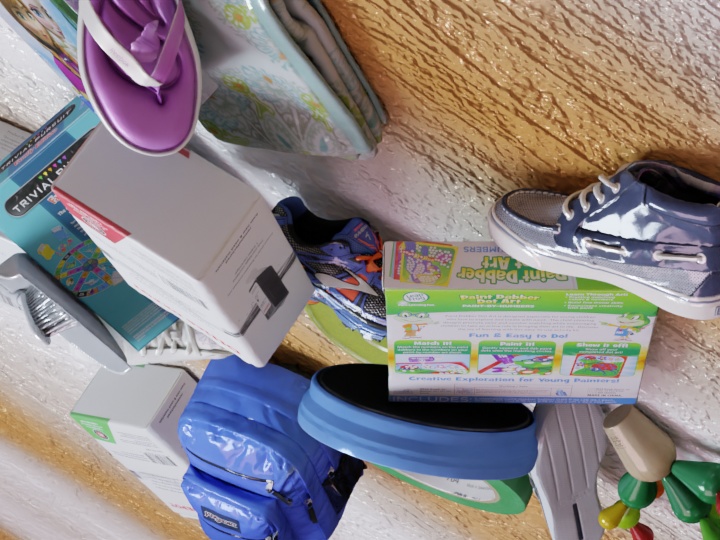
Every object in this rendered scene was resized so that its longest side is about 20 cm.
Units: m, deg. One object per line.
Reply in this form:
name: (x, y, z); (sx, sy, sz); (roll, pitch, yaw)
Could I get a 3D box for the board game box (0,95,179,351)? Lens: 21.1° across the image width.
board game box: (-0.202, -0.046, 1.637); (0.151, 0.047, 0.200); (-37, 118, 16)

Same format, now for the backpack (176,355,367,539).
backpack: (-0.093, 0.185, 1.924); (0.162, 0.168, 0.200); (15, 148, 18)

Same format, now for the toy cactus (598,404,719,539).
toy cactus: (0.257, 0.187, 1.626); (0.165, 0.102, 0.200); (49, 160, -15)

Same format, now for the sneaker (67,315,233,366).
sneaker: (-0.169, 0.047, 1.759); (0.200, 0.075, 0.100); (-7, -172, -36)

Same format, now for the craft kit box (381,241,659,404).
craft kit box: (0.117, 0.042, 1.450); (0.200, 0.049, 0.198); (1, 155, 1)

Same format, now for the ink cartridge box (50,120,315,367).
ink cartridge box: (-0.130, -0.021, 1.479); (0.144, 0.084, 0.200); (31, 167, 20)

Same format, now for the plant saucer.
plant saucer: (0.023, 0.046, 1.681); (0.200, 0.031, 0.200); (26, 156, 13)

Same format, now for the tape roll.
tape roll: (0.069, 0.162, 1.795); (0.200, 0.048, 0.200); (22, 163, 7)

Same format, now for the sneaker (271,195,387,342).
sneaker: (0.000, 0.000, 1.561); (0.200, 0.075, 0.079); (19, 120, 16)

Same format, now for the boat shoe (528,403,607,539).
boat shoe: (0.169, 0.162, 1.682); (0.071, 0.072, 0.200); (-123, 20, -46)

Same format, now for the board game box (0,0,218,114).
board game box: (-0.212, -0.188, 1.410); (0.200, 0.041, 0.200); (47, 166, -17)

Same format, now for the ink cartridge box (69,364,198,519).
ink cartridge box: (-0.203, 0.194, 2.163); (0.146, 0.084, 0.200); (4, 145, 45)

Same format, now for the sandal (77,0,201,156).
sandal: (-0.152, -0.172, 1.295); (0.050, 0.082, 0.203); (-123, 26, -72)

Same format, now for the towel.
towel: (-0.086, -0.158, 1.394); (0.171, 0.048, 0.200); (11, 149, 36)

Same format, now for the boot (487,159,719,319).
boot: (0.172, -0.041, 1.315); (0.200, 0.073, 0.090); (19, 131, 33)

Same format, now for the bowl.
bowl: (0.049, 0.120, 1.581); (0.200, 0.039, 0.201); (10, -169, -2)

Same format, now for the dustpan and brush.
dustpan and brush: (-0.283, 0.025, 1.682); (0.140, 0.057, 0.200); (44, -177, -30)

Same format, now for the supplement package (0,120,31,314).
supplement package: (-0.310, -0.043, 1.798); (0.200, 0.111, 0.156); (23, 155, 19)
